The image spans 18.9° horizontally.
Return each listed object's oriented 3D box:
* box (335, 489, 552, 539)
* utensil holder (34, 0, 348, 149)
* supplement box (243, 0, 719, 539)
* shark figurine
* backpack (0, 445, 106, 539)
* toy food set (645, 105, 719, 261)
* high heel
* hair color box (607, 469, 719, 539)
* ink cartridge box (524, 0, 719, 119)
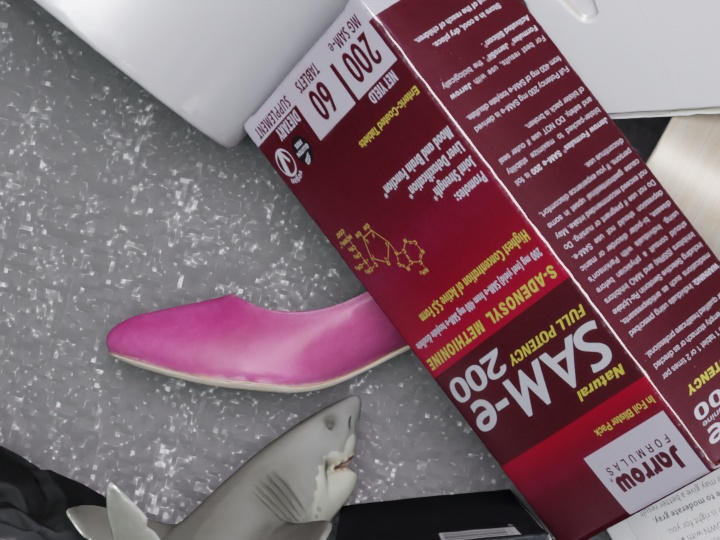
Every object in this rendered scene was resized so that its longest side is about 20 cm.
[{"bbox_3d":[0.031,0.160,0.792,0.079,0.200,0.141,-6,88,0],"label":"box"},{"bbox_3d":[-0.047,-0.170,0.823,0.170,0.170,0.200,39,93,2],"label":"utensil holder"},{"bbox_3d":[0.055,-0.007,0.771,0.061,0.109,0.200,-35,86,-33],"label":"supplement box"},{"bbox_3d":[-0.067,0.105,0.769,0.089,0.214,0.128,33,101,3],"label":"shark figurine"},{"bbox_3d":[-0.190,0.159,0.837,0.167,0.127,0.200,30,93,-1],"label":"backpack"},{"bbox_3d":[0.198,-0.058,0.834,0.143,0.060,0.200,30,60,2],"label":"toy food set"},{"bbox_3d":[0.000,0.000,0.862,0.200,0.067,0.096,1,92,-1],"label":"high heel"},{"bbox_3d":[0.174,0.119,0.834,0.109,0.065,0.200,-31,86,41],"label":"hair color box"},{"bbox_3d":[0.122,-0.174,0.778,0.084,0.145,0.200,0,49,32],"label":"ink cartridge box"}]
